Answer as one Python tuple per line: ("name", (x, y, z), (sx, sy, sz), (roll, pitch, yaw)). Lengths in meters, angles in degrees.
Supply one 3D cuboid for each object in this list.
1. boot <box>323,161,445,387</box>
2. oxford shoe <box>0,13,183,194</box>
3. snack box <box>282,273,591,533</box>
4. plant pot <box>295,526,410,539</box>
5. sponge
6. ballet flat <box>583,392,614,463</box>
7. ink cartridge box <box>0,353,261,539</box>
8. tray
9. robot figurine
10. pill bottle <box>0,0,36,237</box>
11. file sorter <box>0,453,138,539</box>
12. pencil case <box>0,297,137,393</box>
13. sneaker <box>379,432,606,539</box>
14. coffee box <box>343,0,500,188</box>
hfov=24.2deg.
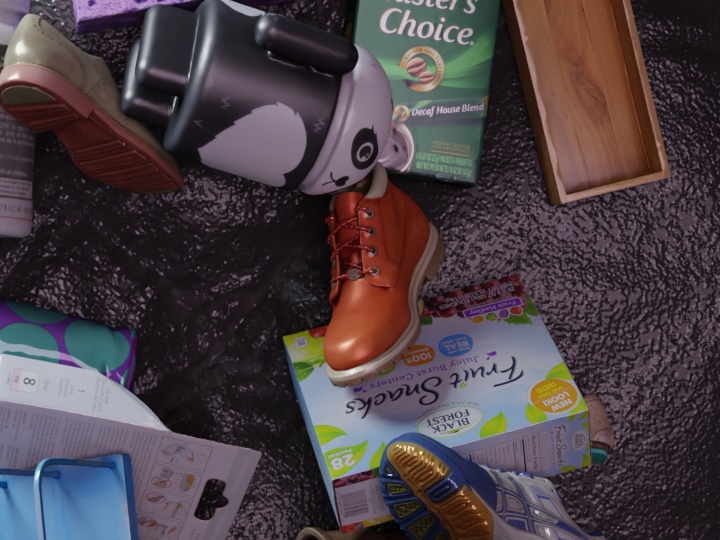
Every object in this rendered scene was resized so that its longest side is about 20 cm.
("boot", (0.000, 0.000, 1.281), (0.075, 0.200, 0.107), (-16, 122, 26))
("oxford shoe", (-0.193, -0.121, 1.269), (0.071, 0.200, 0.074), (-7, 62, 25))
("snack box", (0.057, 0.099, 1.296), (0.200, 0.169, 0.068), (-15, 130, -5))
("plant pot", (0.070, 0.278, 1.299), (0.198, 0.200, 0.201), (-10, 92, -17))
("sponge", (-0.122, -0.216, 1.298), (0.200, 0.112, 0.030), (-10, 93, -10))
("ballet flat", (0.106, 0.123, 1.369), (0.200, 0.068, 0.067), (2, 69, -12))
("ink cartridge box", (-0.187, 0.141, 1.263), (0.200, 0.163, 0.057), (9, 51, -13))
("tray", (0.184, -0.163, 1.394), (0.098, 0.037, 0.200), (-14, 93, -11))
("robot figurine", (-0.074, -0.127, 1.249), (0.200, 0.150, 0.125), (16, 96, -17))
("pill bottle", (-0.300, -0.127, 1.263), (0.114, 0.114, 0.200), (3, 89, -11))
("file sorter", (-0.270, 0.210, 1.178), (0.200, 0.123, 0.139), (-12, 77, 20))
("pencil case", (-0.271, 0.068, 1.283), (0.200, 0.085, 0.093), (13, 84, -11))
("sneaker", (0.097, 0.176, 1.219), (0.200, 0.075, 0.088), (43, 46, -15))
("coffee box", (0.046, -0.175, 1.363), (0.123, 0.044, 0.200), (9, 88, -10))
